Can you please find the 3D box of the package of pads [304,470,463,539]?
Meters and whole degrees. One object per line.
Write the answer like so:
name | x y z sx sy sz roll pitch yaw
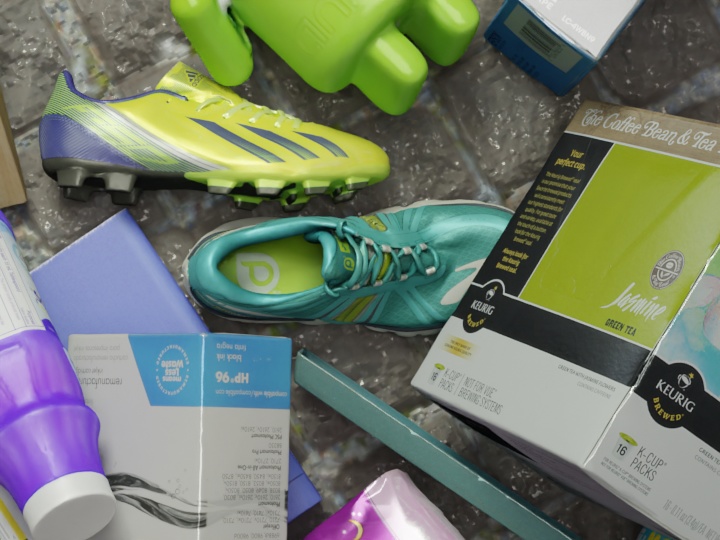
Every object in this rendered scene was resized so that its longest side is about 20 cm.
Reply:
package of pads | 0.039 0.217 1.304 0.120 0.076 0.200 -41 66 -3

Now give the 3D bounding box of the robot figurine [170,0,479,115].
robot figurine | -0.026 -0.181 1.348 0.200 0.116 0.175 44 78 3

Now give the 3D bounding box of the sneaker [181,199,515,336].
sneaker | 0.000 0.000 1.355 0.200 0.080 0.078 -6 86 -4

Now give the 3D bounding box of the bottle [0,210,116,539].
bottle | -0.187 0.054 1.283 0.065 0.084 0.200 -22 57 -12

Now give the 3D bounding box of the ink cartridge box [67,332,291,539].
ink cartridge box | -0.101 0.135 1.292 0.068 0.116 0.200 5 84 -45

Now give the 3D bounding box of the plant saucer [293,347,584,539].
plant saucer | 0.044 0.107 1.354 0.200 0.070 0.019 35 90 0

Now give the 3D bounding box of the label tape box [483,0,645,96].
label tape box | 0.157 -0.200 1.344 0.066 0.143 0.200 36 85 0

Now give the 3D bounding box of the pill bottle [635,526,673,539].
pill bottle | 0.213 0.155 1.337 0.111 0.111 0.200 30 84 0

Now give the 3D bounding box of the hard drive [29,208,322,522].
hard drive | -0.132 0.084 1.370 0.132 0.025 0.200 -34 88 -4

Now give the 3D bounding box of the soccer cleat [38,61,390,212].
soccer cleat | -0.082 -0.079 1.366 0.200 0.065 0.084 3 79 -3

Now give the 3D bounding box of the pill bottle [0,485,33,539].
pill bottle | -0.259 0.105 1.320 0.112 0.112 0.200 -33 87 -4

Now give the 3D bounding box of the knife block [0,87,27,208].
knife block | -0.242 -0.133 1.306 0.064 0.176 0.200 -14 87 -3

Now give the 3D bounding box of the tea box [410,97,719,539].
tea box | 0.163 0.030 1.283 0.134 0.200 0.197 34 85 -26
